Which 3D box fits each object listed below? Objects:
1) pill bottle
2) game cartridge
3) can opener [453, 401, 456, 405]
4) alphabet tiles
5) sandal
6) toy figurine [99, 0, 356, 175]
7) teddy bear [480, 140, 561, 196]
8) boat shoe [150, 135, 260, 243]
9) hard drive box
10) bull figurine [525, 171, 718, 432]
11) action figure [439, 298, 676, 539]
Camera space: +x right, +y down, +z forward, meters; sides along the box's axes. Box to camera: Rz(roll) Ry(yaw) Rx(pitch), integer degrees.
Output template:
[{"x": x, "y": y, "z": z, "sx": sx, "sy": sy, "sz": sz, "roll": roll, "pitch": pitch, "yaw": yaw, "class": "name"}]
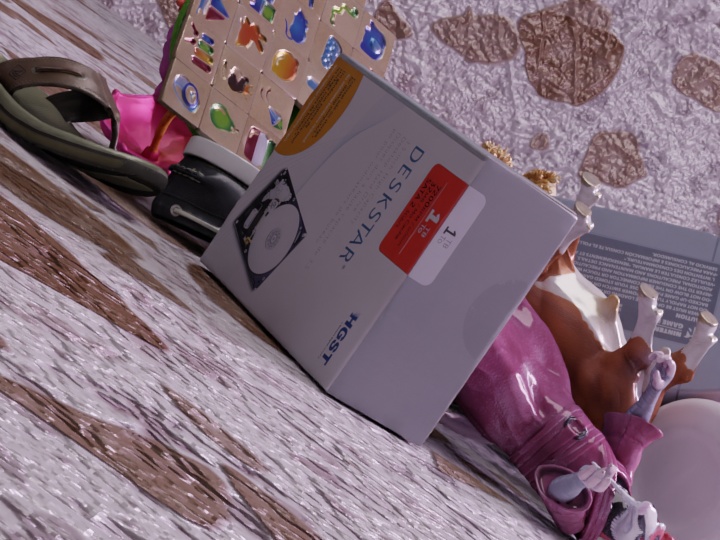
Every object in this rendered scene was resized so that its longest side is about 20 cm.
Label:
[{"x": 0.252, "y": 0.163, "z": 1.494, "sx": 0.200, "sy": 0.112, "sz": 0.112, "roll": 31, "pitch": 6, "yaw": -47, "class": "pill bottle"}, {"x": 0.160, "y": 0.023, "z": 1.507, "sx": 0.199, "sy": 0.134, "sz": 0.041, "roll": 14, "pitch": -35, "yaw": 11, "class": "game cartridge"}, {"x": 0.120, "y": 0.088, "z": 1.630, "sx": 0.200, "sy": 0.063, "sz": 0.079, "roll": 31, "pitch": 6, "yaw": -47, "class": "can opener"}, {"x": -0.047, "y": -0.147, "z": 1.527, "sx": 0.008, "sy": 0.201, "sz": 0.167, "roll": -16, "pitch": -41, "yaw": 42, "class": "alphabet tiles"}, {"x": -0.189, "y": -0.107, "z": 1.417, "sx": 0.201, "sy": 0.057, "sz": 0.080, "roll": 38, "pitch": 5, "yaw": 34, "class": "sandal"}, {"x": -0.109, "y": -0.139, "z": 1.614, "sx": 0.150, "sy": 0.201, "sz": 0.184, "roll": 16, "pitch": -19, "yaw": -32, "class": "toy figurine"}, {"x": 0.074, "y": -0.039, "z": 1.790, "sx": 0.067, "sy": 0.145, "sz": 0.200, "roll": 36, "pitch": -2, "yaw": -24, "class": "teddy bear"}, {"x": -0.039, "y": -0.007, "z": 1.470, "sx": 0.200, "sy": 0.060, "sz": 0.076, "roll": 33, "pitch": -8, "yaw": -1, "class": "boat shoe"}, {"x": 0.011, "y": -0.017, "z": 1.328, "sx": 0.077, "sy": 0.156, "sz": 0.200, "roll": 32, "pitch": 4, "yaw": -33, "class": "hard drive box"}, {"x": 0.124, "y": 0.018, "z": 1.434, "sx": 0.200, "sy": 0.121, "sz": 0.065, "roll": 49, "pitch": 32, "yaw": 14, "class": "bull figurine"}, {"x": 0.105, "y": 0.102, "z": 1.347, "sx": 0.134, "sy": 0.149, "sz": 0.200, "roll": -22, "pitch": 72, "yaw": -51, "class": "action figure"}]
